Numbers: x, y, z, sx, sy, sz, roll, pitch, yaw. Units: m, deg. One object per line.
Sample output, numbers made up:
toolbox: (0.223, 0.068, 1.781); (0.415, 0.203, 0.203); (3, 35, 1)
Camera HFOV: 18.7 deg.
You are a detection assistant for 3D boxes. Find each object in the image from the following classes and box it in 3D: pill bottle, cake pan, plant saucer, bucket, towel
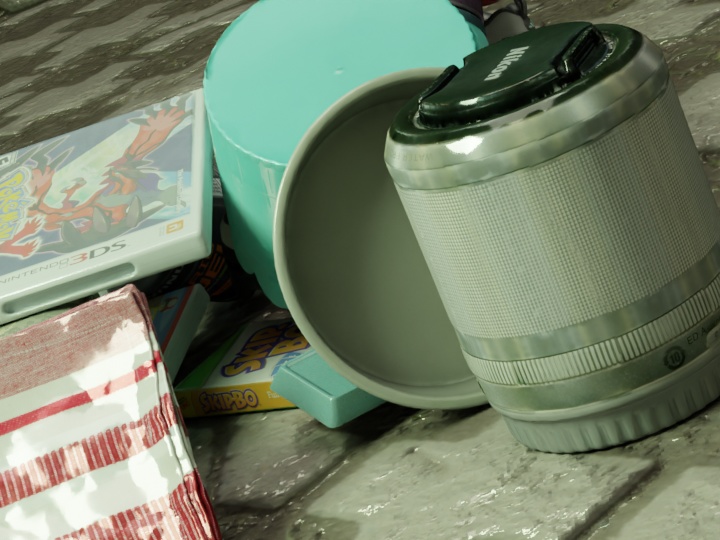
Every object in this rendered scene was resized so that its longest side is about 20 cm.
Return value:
pill bottle: (-0.149, -0.030, 1.574); (0.106, 0.107, 0.200); (-13, -7, 29)
cake pan: (0.043, -0.018, 1.290); (0.200, 0.201, 0.037); (-27, 3, -14)
plant saucer: (0.042, 0.038, 1.349); (0.200, 0.019, 0.070); (-25, 32, -29)
bucket: (-0.003, -0.085, 1.413); (0.206, 0.135, 0.208); (-5, 50, 6)
towel: (-0.162, 0.116, 1.207); (0.144, 0.023, 0.201); (-22, 62, 3)

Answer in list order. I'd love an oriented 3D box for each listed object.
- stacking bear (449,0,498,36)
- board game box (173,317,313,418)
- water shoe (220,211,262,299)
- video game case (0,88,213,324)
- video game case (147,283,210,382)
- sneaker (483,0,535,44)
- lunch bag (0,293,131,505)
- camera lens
stacking bear: (0.038, -0.129, 1.579); (0.121, 0.201, 0.114); (1, -12, 12)
board game box: (-0.036, 0.058, 1.435); (0.199, 0.030, 0.096); (-12, 21, 39)
water shoe: (0.000, 0.000, 1.490); (0.199, 0.079, 0.072); (16, 41, 23)
video game case: (-0.183, -0.040, 1.417); (0.182, 0.023, 0.200); (-18, 30, 7)
video game case: (-0.207, 0.083, 1.513); (0.199, 0.017, 0.143); (-17, 32, 29)
sneaker: (0.055, -0.153, 1.695); (0.199, 0.140, 0.078); (-21, 5, 22)
lunch bag: (-0.208, 0.117, 1.311); (0.163, 0.118, 0.200); (-22, 27, 2)
camera lens: (0.114, -0.023, 1.191); (0.159, 0.201, 0.160); (-21, 17, 7)
